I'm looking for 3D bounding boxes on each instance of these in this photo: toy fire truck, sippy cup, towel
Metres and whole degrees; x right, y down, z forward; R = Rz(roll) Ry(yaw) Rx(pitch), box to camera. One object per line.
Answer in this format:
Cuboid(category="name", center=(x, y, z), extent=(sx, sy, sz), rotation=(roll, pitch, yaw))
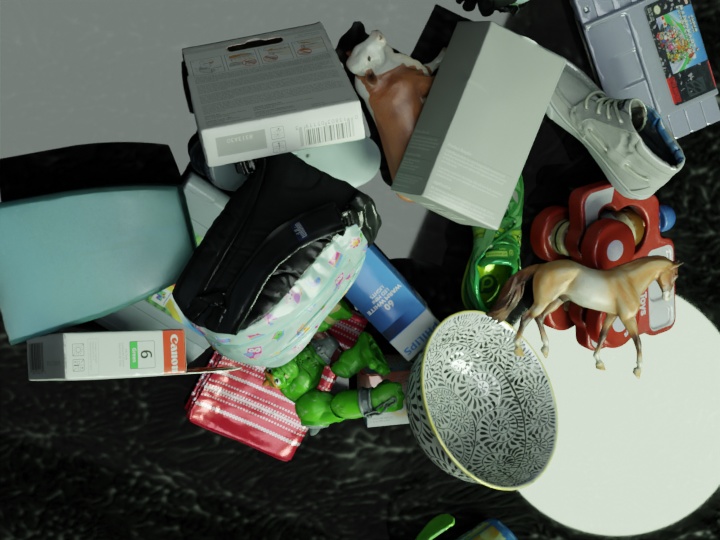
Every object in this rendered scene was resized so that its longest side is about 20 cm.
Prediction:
Cuboid(category="toy fire truck", center=(0.297, -0.009, 1.540), extent=(0.168, 0.112, 0.201), rotation=(-16, 109, -31))
Cuboid(category="sippy cup", center=(0.143, 0.373, 1.599), extent=(0.130, 0.140, 0.178), rotation=(-41, 147, -9))
Cuboid(category="towel", center=(-0.097, 0.112, 1.535), extent=(0.144, 0.022, 0.200), rotation=(27, 99, -17))

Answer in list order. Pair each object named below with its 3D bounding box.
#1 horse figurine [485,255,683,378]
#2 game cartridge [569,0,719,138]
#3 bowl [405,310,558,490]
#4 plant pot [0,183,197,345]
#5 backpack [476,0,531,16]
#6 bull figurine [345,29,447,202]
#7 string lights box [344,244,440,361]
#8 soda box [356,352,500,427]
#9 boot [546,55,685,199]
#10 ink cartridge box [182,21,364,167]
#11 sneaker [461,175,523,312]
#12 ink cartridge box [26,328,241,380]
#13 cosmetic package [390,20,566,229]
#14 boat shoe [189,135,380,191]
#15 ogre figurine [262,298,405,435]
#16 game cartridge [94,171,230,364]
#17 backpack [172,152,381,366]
Cuboid(category="horse figurine", center=(0.237, 0.037, 1.432), extent=(0.199, 0.050, 0.133), rotation=(10, 95, 7))
Cuboid(category="game cartridge", center=(0.327, -0.241, 1.511), extent=(0.129, 0.038, 0.200), rotation=(-22, 108, 1))
Cuboid(category="bowl", center=(0.115, 0.153, 1.462), extent=(0.201, 0.201, 0.094), rotation=(41, 138, -17))
Cuboid(category="plant pot", center=(-0.274, -0.024, 1.386), extent=(0.199, 0.141, 0.142), rotation=(-15, 96, -3))
Cuboid(category="backpack", center=(0.218, -0.360, 1.410), extent=(0.199, 0.127, 0.167), rotation=(-10, 103, -11))
Cuboid(category="bull figurine", center=(0.058, -0.177, 1.461), extent=(0.121, 0.065, 0.200), rotation=(-20, 112, -11))
Cuboid(category="string lights box", center=(0.000, 0.000, 1.479), extent=(0.059, 0.103, 0.200), rotation=(-42, 107, 3))
Cuboid(category="soda box", center=(0.096, 0.133, 1.554), extent=(0.199, 0.064, 0.069), rotation=(-4, 106, -8))
Cuboid(category="boot", center=(0.274, -0.174, 1.458), extent=(0.074, 0.096, 0.200), rotation=(-41, 88, -27))
Cuboid(category="ink cartridge box", center=(-0.095, -0.184, 1.372), extent=(0.160, 0.200, 0.050), rotation=(-12, 123, -7))
Cuboid(category="sneaker", center=(0.157, -0.037, 1.507), extent=(0.074, 0.084, 0.201), rotation=(-4, 107, -12))
Cuboid(category="ink cartridge box", center=(-0.237, 0.087, 1.401), extent=(0.200, 0.109, 0.051), rotation=(-1, 86, -34))
Cuboid(category="cosmetic package", center=(0.125, -0.155, 1.413), extent=(0.107, 0.090, 0.200), rotation=(24, 87, -25))
Cuboid(category="boat shoe", center=(-0.083, -0.127, 1.446), extent=(0.200, 0.091, 0.071), rotation=(-4, 106, -25))
Cuboid(category="ogre figurine", center=(-0.048, 0.094, 1.469), extent=(0.120, 0.098, 0.200), rotation=(-39, 95, 13))
Cuboid(category="game cartridge", center=(-0.189, 0.007, 1.483), extent=(0.133, 0.040, 0.200), rotation=(32, 97, -20))
Cuboid(category="backpack", center=(-0.085, -0.004, 1.321), extent=(0.200, 0.167, 0.127), rotation=(-54, 141, -11))
